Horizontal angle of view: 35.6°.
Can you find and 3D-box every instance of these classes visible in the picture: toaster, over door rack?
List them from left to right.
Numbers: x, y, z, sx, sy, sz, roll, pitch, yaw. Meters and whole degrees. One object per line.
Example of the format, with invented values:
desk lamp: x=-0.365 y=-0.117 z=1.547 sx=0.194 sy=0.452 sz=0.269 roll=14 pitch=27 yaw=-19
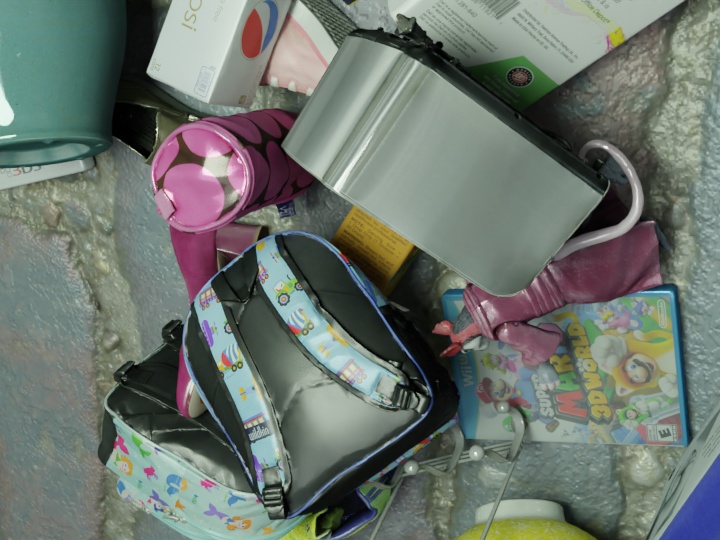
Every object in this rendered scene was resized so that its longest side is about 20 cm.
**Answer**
over door rack: x=0.053 y=0.204 z=0.947 sx=0.148 sy=0.200 sz=0.067 roll=-21 pitch=124 yaw=37
toaster: x=0.048 y=-0.085 z=0.796 sx=0.200 sy=0.181 sz=0.119 roll=32 pitch=94 yaw=-22

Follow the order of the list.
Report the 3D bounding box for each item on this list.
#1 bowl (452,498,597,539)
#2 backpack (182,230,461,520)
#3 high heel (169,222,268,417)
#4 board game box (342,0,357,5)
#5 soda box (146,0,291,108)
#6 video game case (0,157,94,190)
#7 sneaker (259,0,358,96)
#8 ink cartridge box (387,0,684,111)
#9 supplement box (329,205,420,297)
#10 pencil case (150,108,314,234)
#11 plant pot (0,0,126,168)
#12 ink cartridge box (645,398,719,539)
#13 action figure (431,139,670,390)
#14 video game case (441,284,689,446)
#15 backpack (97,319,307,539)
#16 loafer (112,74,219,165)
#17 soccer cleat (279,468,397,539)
bowl: x=0.144 y=0.264 z=0.988 sx=0.200 sy=0.200 sz=0.108 roll=-15 pitch=61 yaw=28
backpack: x=-0.039 y=0.076 z=0.912 sx=0.183 sy=0.135 sz=0.200 roll=-39 pitch=72 yaw=14
high heel: x=-0.153 y=0.038 z=1.008 sx=0.096 sy=0.200 sz=0.067 roll=6 pitch=145 yaw=16
board game box: x=0.045 y=-0.296 z=0.769 sx=0.165 sy=0.200 sz=0.057 roll=-24 pitch=131 yaw=30
soda box: x=-0.090 y=-0.228 z=0.862 sx=0.064 sy=0.068 sz=0.200 roll=29 pitch=105 yaw=20
video game case: x=-0.368 y=-0.178 z=1.097 sx=0.182 sy=0.024 sz=0.200 roll=-9 pitch=106 yaw=26
sneaker: x=-0.054 y=-0.171 z=0.930 sx=0.200 sy=0.075 sz=0.105 roll=48 pitch=116 yaw=9
ink cartridge box: x=0.137 y=-0.221 z=0.784 sx=0.200 sy=0.084 sz=0.145 roll=-33 pitch=135 yaw=30
supplement box: x=0.000 y=0.000 z=0.983 sx=0.069 sy=0.067 sz=0.200 roll=35 pitch=121 yaw=7
pencil case: x=-0.097 y=-0.077 z=0.876 sx=0.094 sy=0.200 sz=0.091 roll=-23 pitch=92 yaw=15
plant pot: x=-0.283 y=-0.186 z=0.927 sx=0.200 sy=0.200 sz=0.188 roll=-9 pitch=89 yaw=27
ink cartridge box: x=0.275 y=0.148 z=0.843 sx=0.041 sy=0.200 sz=0.200 roll=29 pitch=119 yaw=10
action figure: x=0.144 y=0.012 z=0.872 sx=0.200 sy=0.149 sz=0.134 roll=-34 pitch=76 yaw=4
video game case: x=0.175 y=0.083 z=0.966 sx=0.200 sy=0.018 sz=0.143 roll=-2 pitch=110 yaw=25
backpack: x=-0.123 y=0.161 z=1.037 sx=0.200 sy=0.178 sz=0.151 roll=23 pitch=127 yaw=17
loafer: x=-0.163 y=-0.109 z=1.008 sx=0.200 sy=0.070 sz=0.075 roll=26 pitch=118 yaw=13
soccer cleat: x=-0.045 y=0.242 z=1.090 sx=0.200 sy=0.084 sz=0.065 roll=-38 pitch=93 yaw=31
